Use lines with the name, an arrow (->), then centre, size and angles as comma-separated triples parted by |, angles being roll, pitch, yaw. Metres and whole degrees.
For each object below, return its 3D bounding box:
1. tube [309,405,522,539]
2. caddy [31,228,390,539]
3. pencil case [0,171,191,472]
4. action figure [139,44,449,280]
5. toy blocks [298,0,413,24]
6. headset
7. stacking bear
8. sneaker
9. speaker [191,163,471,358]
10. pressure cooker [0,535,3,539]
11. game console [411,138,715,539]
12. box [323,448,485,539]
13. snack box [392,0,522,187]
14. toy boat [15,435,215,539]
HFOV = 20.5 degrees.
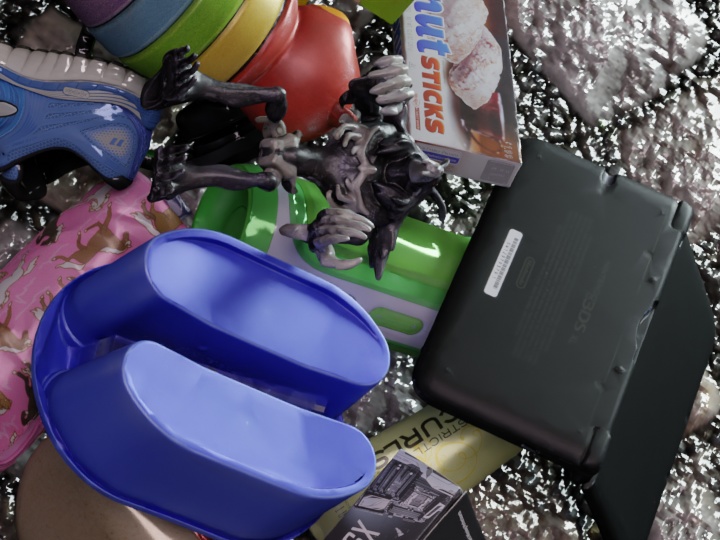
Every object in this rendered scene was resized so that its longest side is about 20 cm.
tube -> 0.054, 0.111, 1.228 | 0.200, 0.052, 0.058 | -32, 48, -13
caddy -> -0.080, 0.067, 1.082 | 0.199, 0.105, 0.142 | 25, 57, -26
pencil case -> -0.179, 0.030, 1.179 | 0.200, 0.086, 0.083 | -45, 120, -17
action figure -> -0.017, -0.058, 1.079 | 0.199, 0.102, 0.120 | 8, 90, -31
toy blocks -> -0.043, -0.256, 1.214 | 0.200, 0.100, 0.137 | 30, 38, -20
headset -> -0.077, -0.123, 1.239 | 0.199, 0.094, 0.124 | 3, 99, -4
stacking bear -> -0.082, -0.149, 1.131 | 0.200, 0.121, 0.114 | 37, 79, -25
sneaker -> -0.215, -0.090, 1.178 | 0.199, 0.079, 0.090 | 11, 89, 20
speaker -> 0.000, 0.000, 1.191 | 0.199, 0.088, 0.089 | 18, 73, -30
pressure cooker -> -0.277, 0.181, 1.076 | 0.178, 0.176, 0.201 | 23, 78, -10
game console -> 0.130, 0.051, 1.209 | 0.175, 0.117, 0.201 | 24, 57, 2
box -> 0.012, 0.214, 1.121 | 0.050, 0.200, 0.158 | 31, 69, 30
snack box -> 0.057, -0.135, 1.242 | 0.072, 0.024, 0.201 | 11, 45, -13
toy boat -> -0.103, 0.161, 1.160 | 0.200, 0.130, 0.131 | 53, 43, 2
